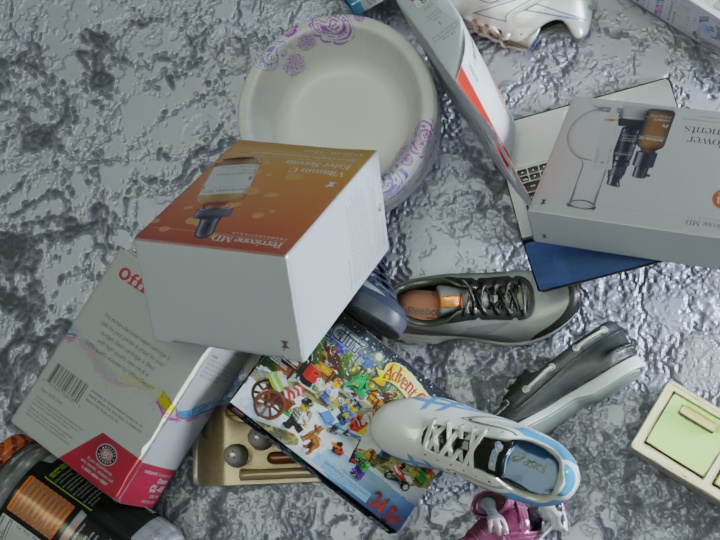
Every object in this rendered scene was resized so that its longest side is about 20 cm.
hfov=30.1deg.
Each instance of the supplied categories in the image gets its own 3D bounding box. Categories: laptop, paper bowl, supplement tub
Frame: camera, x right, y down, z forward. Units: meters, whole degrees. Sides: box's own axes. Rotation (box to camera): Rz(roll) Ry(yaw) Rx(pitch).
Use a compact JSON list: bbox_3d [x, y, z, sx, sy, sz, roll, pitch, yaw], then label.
[{"bbox_3d":[0.238,-0.087,1.292,0.186,0.116,0.201,-14,77,5],"label":"laptop"},{"bbox_3d":[-0.017,-0.147,1.349,0.199,0.104,0.202,-2,80,9],"label":"paper bowl"},{"bbox_3d":[-0.282,0.253,1.305,0.199,0.123,0.123,33,86,14],"label":"supplement tub"}]

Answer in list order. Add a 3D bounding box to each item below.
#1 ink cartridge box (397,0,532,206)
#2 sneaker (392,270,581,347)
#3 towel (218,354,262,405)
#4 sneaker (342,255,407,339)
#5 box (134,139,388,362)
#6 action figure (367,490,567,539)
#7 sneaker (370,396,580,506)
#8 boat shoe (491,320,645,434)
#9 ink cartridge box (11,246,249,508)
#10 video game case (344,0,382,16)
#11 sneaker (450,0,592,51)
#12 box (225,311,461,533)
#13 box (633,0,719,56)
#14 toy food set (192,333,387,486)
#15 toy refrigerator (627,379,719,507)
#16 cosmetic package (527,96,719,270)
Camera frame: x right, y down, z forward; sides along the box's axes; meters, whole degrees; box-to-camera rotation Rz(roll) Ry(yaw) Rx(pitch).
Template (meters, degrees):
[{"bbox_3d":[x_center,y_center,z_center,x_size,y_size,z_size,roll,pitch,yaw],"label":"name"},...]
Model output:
[{"bbox_3d":[0.118,-0.166,1.270,0.050,0.162,0.200,-35,53,3],"label":"ink cartridge box"},{"bbox_3d":[0.117,0.036,1.307,0.198,0.079,0.075,-5,77,6],"label":"sneaker"},{"bbox_3d":[-0.156,0.064,1.331,0.199,0.024,0.148,-11,75,14],"label":"towel"},{"bbox_3d":[0.000,0.000,1.288,0.082,0.070,0.200,-49,33,-4],"label":"sneaker"},{"bbox_3d":[-0.082,-0.024,1.198,0.151,0.200,0.107,7,123,22],"label":"box"},{"bbox_3d":[0.122,0.270,1.268,0.200,0.149,0.134,-37,109,-17],"label":"action figure"},{"bbox_3d":[0.103,0.160,1.215,0.199,0.072,0.072,16,81,12],"label":"sneaker"},{"bbox_3d":[0.175,0.121,1.287,0.199,0.076,0.061,-30,67,1],"label":"boat shoe"},{"bbox_3d":[-0.214,0.104,1.282,0.147,0.086,0.201,32,86,23],"label":"ink cartridge box"},{"bbox_3d":[0.058,-0.345,1.376,0.199,0.018,0.143,-31,38,2],"label":"video game case"},{"bbox_3d":[0.143,-0.268,1.366,0.198,0.075,0.088,-3,84,9],"label":"sneaker"},{"bbox_3d":[-0.009,0.134,1.269,0.200,0.038,0.137,37,73,-3],"label":"box"},{"bbox_3d":[0.392,-0.320,1.324,0.176,0.097,0.200,36,87,11],"label":"box"},{"bbox_3d":[-0.068,0.137,1.325,0.198,0.060,0.145,-3,79,8],"label":"toy food set"},{"bbox_3d":[0.354,0.187,1.245,0.199,0.070,0.076,32,86,14],"label":"toy refrigerator"},{"bbox_3d":[0.273,-0.083,1.239,0.199,0.052,0.151,9,58,24],"label":"cosmetic package"}]
